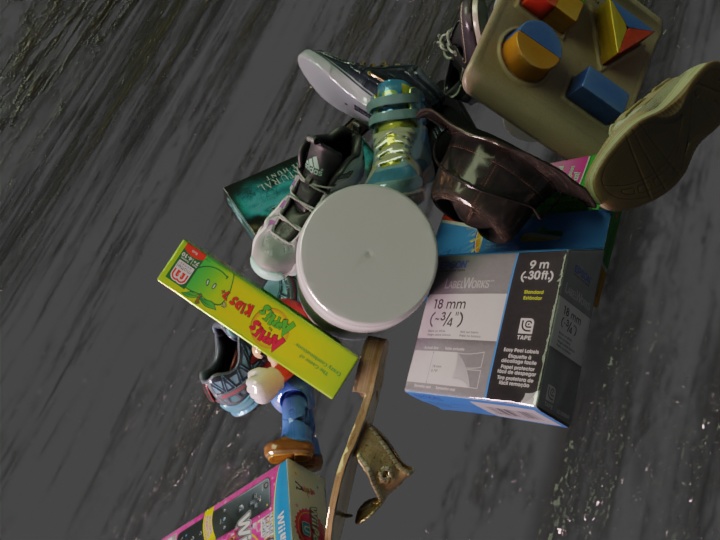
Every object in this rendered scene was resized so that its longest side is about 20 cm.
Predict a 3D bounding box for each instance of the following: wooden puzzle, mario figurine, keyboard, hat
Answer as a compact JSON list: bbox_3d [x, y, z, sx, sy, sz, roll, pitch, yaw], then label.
[{"bbox_3d":[0.218,-0.226,0.784,0.201,0.184,0.046,-63,13,-16],"label":"wooden puzzle"},{"bbox_3d":[-0.091,0.125,0.861,0.124,0.105,0.202,128,146,-49],"label":"mario figurine"},{"bbox_3d":[0.091,-0.172,1.020,0.127,0.021,0.201,-35,37,16],"label":"keyboard"},{"bbox_3d":[0.118,-0.072,0.696,0.200,0.199,0.082,37,103,55],"label":"hat"}]

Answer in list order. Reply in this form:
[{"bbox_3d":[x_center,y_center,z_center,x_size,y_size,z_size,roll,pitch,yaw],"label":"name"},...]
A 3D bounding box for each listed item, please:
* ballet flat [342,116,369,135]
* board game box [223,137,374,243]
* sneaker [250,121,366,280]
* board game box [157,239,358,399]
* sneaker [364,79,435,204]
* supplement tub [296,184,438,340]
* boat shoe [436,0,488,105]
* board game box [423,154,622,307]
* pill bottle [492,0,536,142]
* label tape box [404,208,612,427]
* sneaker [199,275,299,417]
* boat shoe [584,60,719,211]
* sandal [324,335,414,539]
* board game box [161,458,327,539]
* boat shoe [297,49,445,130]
[{"bbox_3d":[-0.016,-0.203,1.076,0.199,0.047,0.067,-37,17,-11],"label":"ballet flat"},{"bbox_3d":[-0.053,-0.090,0.966,0.199,0.028,0.136,-28,63,-20],"label":"board game box"},{"bbox_3d":[-0.060,-0.093,0.866,0.077,0.140,0.201,27,59,13],"label":"sneaker"},{"bbox_3d":[-0.096,0.048,0.763,0.048,0.199,0.102,-56,-2,-4],"label":"board game box"},{"bbox_3d":[0.034,-0.143,0.863,0.079,0.132,0.200,-6,18,12],"label":"sneaker"},{"bbox_3d":[0.000,0.000,0.768,0.133,0.131,0.200,-56,0,-10],"label":"supplement tub"},{"bbox_3d":[0.121,-0.254,0.914,0.062,0.200,0.073,3,77,11],"label":"boat shoe"},{"bbox_3d":[0.164,-0.035,0.792,0.199,0.040,0.154,-5,55,46],"label":"board game box"},{"bbox_3d":[0.202,-0.243,0.880,0.110,0.111,0.201,-20,44,35],"label":"pill bottle"},{"bbox_3d":[0.131,0.027,0.688,0.143,0.063,0.202,-2,65,46],"label":"label tape box"},{"bbox_3d":[-0.138,0.078,0.976,0.079,0.095,0.201,-8,53,43],"label":"sneaker"},{"bbox_3d":[0.268,-0.123,0.716,0.200,0.072,0.065,-43,19,-20],"label":"boat shoe"},{"bbox_3d":[0.020,0.173,0.734,0.069,0.078,0.214,10,82,10],"label":"sandal"},{"bbox_3d":[-0.121,0.306,0.777,0.199,0.064,0.148,-35,38,20],"label":"board game box"},{"bbox_3d":[0.015,-0.253,1.036,0.091,0.200,0.071,-50,-10,-16],"label":"boat shoe"}]
